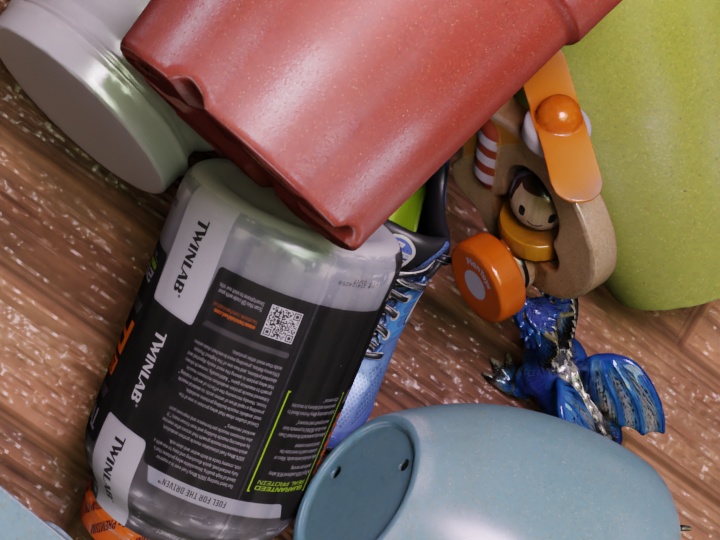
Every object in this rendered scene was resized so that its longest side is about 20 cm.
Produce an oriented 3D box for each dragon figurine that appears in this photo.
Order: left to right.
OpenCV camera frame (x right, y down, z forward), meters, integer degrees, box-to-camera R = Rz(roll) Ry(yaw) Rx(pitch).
[{"bbox_3d":[0.129,0.079,1.336,0.059,0.099,0.201,-33,98,-16],"label":"dragon figurine"}]

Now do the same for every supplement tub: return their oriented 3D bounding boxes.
[{"bbox_3d":[-0.082,-0.154,1.255,0.140,0.140,0.200,45,76,-11],"label":"supplement tub"},{"bbox_3d":[-0.067,0.054,1.238,0.122,0.123,0.201,19,105,-17],"label":"supplement tub"}]

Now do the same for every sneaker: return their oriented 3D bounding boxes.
[{"bbox_3d":[0.000,0.000,1.303,0.078,0.089,0.201,16,84,-16],"label":"sneaker"}]

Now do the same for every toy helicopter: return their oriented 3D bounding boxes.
[{"bbox_3d":[0.072,-0.078,1.236,0.079,0.132,0.201,-27,84,-22],"label":"toy helicopter"}]

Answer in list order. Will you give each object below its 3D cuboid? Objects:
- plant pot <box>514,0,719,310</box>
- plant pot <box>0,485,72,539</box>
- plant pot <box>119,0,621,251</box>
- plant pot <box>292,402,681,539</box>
[{"bbox_3d":[0.161,-0.087,1.328,0.186,0.187,0.201,-21,109,-18],"label":"plant pot"},{"bbox_3d":[-0.247,0.179,1.164,0.196,0.196,0.200,41,73,-12],"label":"plant pot"},{"bbox_3d":[0.003,-0.129,1.127,0.201,0.201,0.195,42,86,-12],"label":"plant pot"},{"bbox_3d":[0.044,0.147,1.222,0.135,0.200,0.201,36,77,-28],"label":"plant pot"}]
